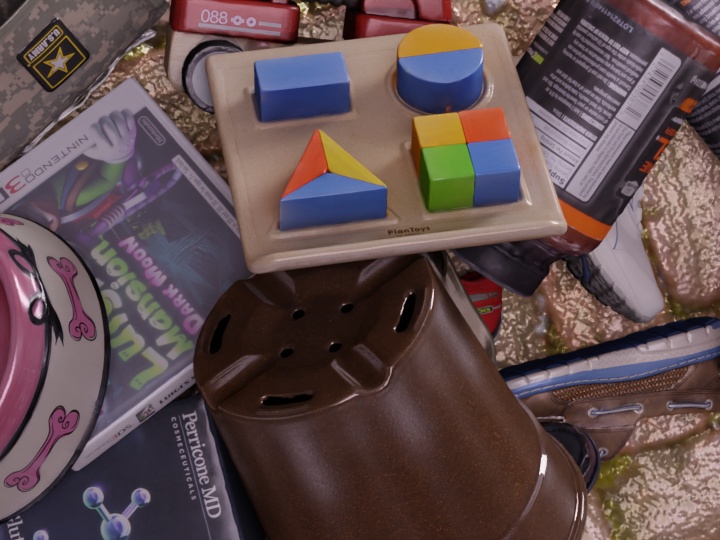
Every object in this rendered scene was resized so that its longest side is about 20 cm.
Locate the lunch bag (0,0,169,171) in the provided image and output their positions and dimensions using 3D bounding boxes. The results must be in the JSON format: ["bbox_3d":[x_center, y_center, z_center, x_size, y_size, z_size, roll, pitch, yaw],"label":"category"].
[{"bbox_3d":[-0.236,-0.175,1.648,0.164,0.118,0.200,-45,108,-3],"label":"lunch bag"}]

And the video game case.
[{"bbox_3d":[-0.157,-0.002,1.625,0.182,0.023,0.200,-37,61,-8],"label":"video game case"}]

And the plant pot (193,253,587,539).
[{"bbox_3d":[0.007,0.096,1.555,0.200,0.200,0.198,-33,127,-5],"label":"plant pot"}]

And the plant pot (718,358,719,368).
[{"bbox_3d":[0.349,0.027,1.681,0.181,0.199,0.200,25,75,-1],"label":"plant pot"}]

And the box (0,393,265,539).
[{"bbox_3d":[-0.160,0.170,1.641,0.200,0.107,0.148,-16,86,7],"label":"box"}]

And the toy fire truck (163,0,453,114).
[{"bbox_3d":[-0.029,-0.200,1.684,0.176,0.129,0.200,5,101,-8],"label":"toy fire truck"}]

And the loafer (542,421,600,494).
[{"bbox_3d":[0.058,0.154,1.665,0.200,0.063,0.072,-29,65,4],"label":"loafer"}]

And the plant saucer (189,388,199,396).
[{"bbox_3d":[-0.039,0.148,1.722,0.200,0.037,0.200,0,91,-8],"label":"plant saucer"}]

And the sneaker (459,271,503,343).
[{"bbox_3d":[0.000,0.000,1.711,0.200,0.077,0.085,19,84,-18],"label":"sneaker"}]

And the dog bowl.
[{"bbox_3d":[-0.252,0.054,1.573,0.200,0.074,0.200,-7,74,25],"label":"dog bowl"}]

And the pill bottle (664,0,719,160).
[{"bbox_3d":[0.232,-0.155,1.714,0.106,0.106,0.200,-40,96,-5],"label":"pill bottle"}]

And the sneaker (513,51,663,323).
[{"bbox_3d":[0.155,-0.061,1.726,0.087,0.075,0.200,-26,95,-11],"label":"sneaker"}]

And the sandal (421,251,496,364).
[{"bbox_3d":[0.020,-0.003,1.651,0.080,0.054,0.200,-42,100,-18],"label":"sandal"}]

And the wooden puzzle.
[{"bbox_3d":[0.011,-0.084,1.550,0.185,0.200,0.046,-8,134,-7],"label":"wooden puzzle"}]

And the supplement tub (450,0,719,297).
[{"bbox_3d":[0.131,-0.084,1.630,0.107,0.107,0.200,32,101,-7],"label":"supplement tub"}]

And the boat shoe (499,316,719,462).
[{"bbox_3d":[0.150,0.088,1.726,0.200,0.072,0.072,-14,95,-7],"label":"boat shoe"}]
